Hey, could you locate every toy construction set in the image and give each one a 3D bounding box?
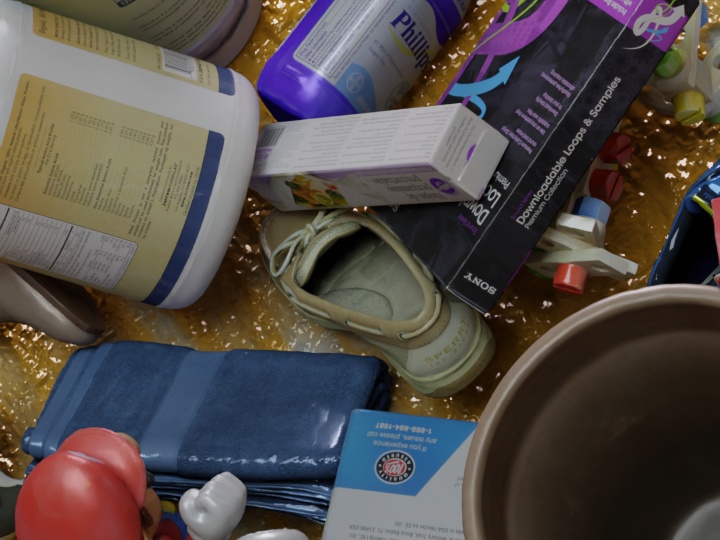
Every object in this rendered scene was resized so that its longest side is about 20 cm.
[{"bbox_3d":[0.138,-0.066,1.564,0.131,0.092,0.200,7,57,36],"label":"toy construction set"}]

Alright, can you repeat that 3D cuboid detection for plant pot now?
[{"bbox_3d":[0.172,0.127,1.397,0.200,0.175,0.201,-9,66,21],"label":"plant pot"}]

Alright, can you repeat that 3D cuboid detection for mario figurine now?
[{"bbox_3d":[-0.115,0.131,1.521,0.123,0.200,0.106,-31,62,6],"label":"mario figurine"}]

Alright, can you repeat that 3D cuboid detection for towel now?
[{"bbox_3d":[-0.086,0.088,1.601,0.199,0.049,0.112,2,39,22],"label":"towel"}]

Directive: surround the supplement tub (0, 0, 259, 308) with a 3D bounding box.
[{"bbox_3d":[-0.171,-0.070,1.609,0.199,0.144,0.145,17,71,-15],"label":"supplement tub"}]

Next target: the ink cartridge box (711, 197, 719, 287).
[{"bbox_3d":[0.250,0.003,1.433,0.116,0.200,0.067,-13,64,16],"label":"ink cartridge box"}]

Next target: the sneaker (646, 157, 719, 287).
[{"bbox_3d":[0.222,-0.046,1.536,0.066,0.078,0.200,30,80,30],"label":"sneaker"}]

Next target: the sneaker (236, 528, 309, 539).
[{"bbox_3d":[-0.066,0.225,1.499,0.200,0.076,0.105,-56,51,41],"label":"sneaker"}]

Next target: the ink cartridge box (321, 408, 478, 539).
[{"bbox_3d":[0.051,0.186,1.501,0.145,0.084,0.201,6,71,22],"label":"ink cartridge box"}]

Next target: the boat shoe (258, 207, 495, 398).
[{"bbox_3d":[-0.001,0.002,1.584,0.073,0.063,0.201,-43,41,-4],"label":"boat shoe"}]

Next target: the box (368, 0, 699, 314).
[{"bbox_3d":[0.090,-0.087,1.527,0.200,0.036,0.143,-57,25,7],"label":"box"}]

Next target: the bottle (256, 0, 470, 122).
[{"bbox_3d":[0.023,-0.159,1.654,0.065,0.084,0.200,32,79,29],"label":"bottle"}]

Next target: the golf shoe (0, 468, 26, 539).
[{"bbox_3d":[-0.262,0.078,1.649,0.088,0.077,0.200,-33,92,1],"label":"golf shoe"}]

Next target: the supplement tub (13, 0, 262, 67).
[{"bbox_3d":[-0.149,-0.201,1.670,0.145,0.200,0.145,-8,66,18],"label":"supplement tub"}]

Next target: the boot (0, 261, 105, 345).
[{"bbox_3d":[-0.255,0.027,1.696,0.146,0.070,0.200,-50,55,7],"label":"boot"}]

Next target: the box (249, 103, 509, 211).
[{"bbox_3d":[0.003,-0.061,1.554,0.200,0.039,0.042,-3,57,56],"label":"box"}]
